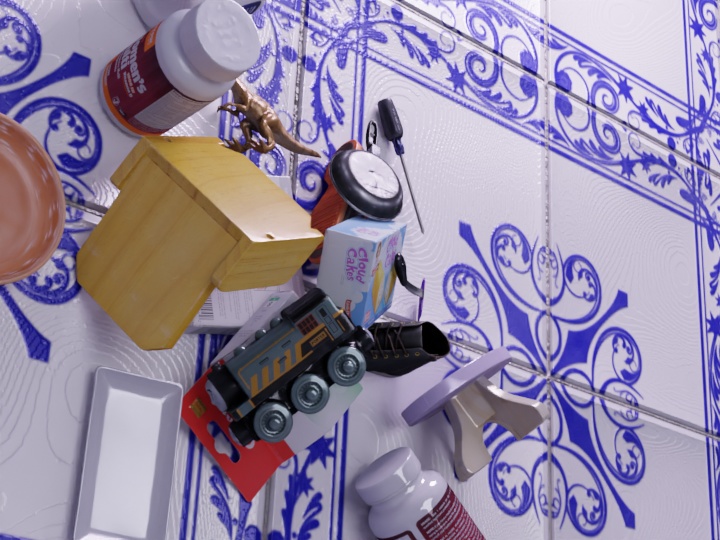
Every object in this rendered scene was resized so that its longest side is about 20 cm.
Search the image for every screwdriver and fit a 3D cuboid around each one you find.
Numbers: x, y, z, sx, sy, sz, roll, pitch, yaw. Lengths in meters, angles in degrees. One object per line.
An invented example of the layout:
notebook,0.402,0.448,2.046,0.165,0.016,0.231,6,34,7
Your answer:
screwdriver,0.062,-0.148,1.943,0.029,0.028,0.202,-9,81,-73

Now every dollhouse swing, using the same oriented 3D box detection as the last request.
dollhouse swing,-0.188,-0.024,1.557,0.200,0.177,0.181,41,26,26

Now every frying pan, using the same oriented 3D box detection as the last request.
frying pan,0.026,-0.131,1.804,0.115,0.031,0.190,42,38,-1

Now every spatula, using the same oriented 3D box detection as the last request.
spatula,0.066,0.019,1.804,0.200,0.020,0.057,55,39,-65

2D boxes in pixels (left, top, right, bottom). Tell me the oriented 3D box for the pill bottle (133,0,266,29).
pill bottle,-0.182,-0.373,1.740,0.199,0.119,0.120,-28,94,-45

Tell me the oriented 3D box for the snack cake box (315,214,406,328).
snack cake box,0.000,0.000,1.706,0.200,0.067,0.116,-34,137,-75

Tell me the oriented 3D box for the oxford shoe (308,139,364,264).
oxford shoe,-0.016,-0.080,1.815,0.073,0.071,0.201,41,50,-29

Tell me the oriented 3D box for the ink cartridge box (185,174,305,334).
ink cartridge box,-0.155,-0.023,1.682,0.175,0.045,0.202,4,72,-41

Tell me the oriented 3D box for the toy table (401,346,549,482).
toy table,0.155,0.191,1.809,0.199,0.184,0.117,-28,77,-36

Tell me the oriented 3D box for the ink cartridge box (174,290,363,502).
ink cartridge box,-0.104,0.148,1.628,0.200,0.050,0.161,-50,116,-33

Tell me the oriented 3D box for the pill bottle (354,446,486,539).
pill bottle,0.082,0.325,1.718,0.201,0.113,0.113,56,46,-11

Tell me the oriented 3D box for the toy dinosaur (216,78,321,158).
toy dinosaur,-0.120,-0.186,1.767,0.200,0.060,0.107,43,49,-22

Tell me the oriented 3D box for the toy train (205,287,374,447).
toy train,-0.082,0.111,1.573,0.199,0.085,0.114,-37,98,-9

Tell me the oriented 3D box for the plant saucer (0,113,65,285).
plant saucer,-0.412,-0.078,1.475,0.199,0.037,0.202,18,63,-38

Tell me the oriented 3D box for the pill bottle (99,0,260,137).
pill bottle,-0.211,-0.237,1.605,0.109,0.199,0.111,17,63,-37

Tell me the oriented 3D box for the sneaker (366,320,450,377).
sneaker,0.016,0.086,1.753,0.199,0.106,0.075,10,68,-40

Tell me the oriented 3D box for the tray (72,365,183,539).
tray,-0.256,0.212,1.510,0.107,0.022,0.202,17,63,-28
